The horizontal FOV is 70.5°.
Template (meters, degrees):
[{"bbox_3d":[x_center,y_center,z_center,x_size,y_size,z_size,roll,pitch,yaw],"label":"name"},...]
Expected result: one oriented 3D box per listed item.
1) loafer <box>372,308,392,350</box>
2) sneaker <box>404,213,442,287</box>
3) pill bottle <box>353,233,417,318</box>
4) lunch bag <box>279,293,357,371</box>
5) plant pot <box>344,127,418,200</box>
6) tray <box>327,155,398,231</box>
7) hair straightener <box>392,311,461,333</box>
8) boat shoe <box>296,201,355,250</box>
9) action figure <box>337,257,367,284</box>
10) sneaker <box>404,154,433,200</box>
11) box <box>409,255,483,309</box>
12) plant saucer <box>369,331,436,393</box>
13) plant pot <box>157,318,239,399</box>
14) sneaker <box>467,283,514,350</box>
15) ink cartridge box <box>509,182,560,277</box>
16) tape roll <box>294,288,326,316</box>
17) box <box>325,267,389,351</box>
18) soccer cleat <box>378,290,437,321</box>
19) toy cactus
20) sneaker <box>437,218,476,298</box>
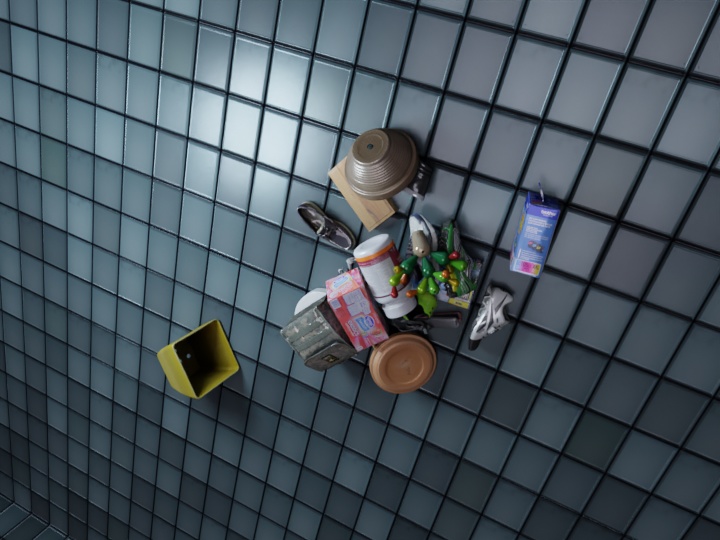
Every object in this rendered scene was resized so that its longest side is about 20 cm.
[{"bbox_3d":[0.046,0.179,1.501,0.073,0.072,0.201,-25,96,55],"label":"loafer"},{"bbox_3d":[0.154,-0.047,1.323,0.077,0.084,0.202,-8,97,64],"label":"sneaker"},{"bbox_3d":[0.069,0.016,1.331,0.109,0.110,0.201,-18,108,26],"label":"pill bottle"},{"bbox_3d":[-0.112,0.202,1.521,0.163,0.118,0.201,-32,100,28],"label":"lunch bag"},{"bbox_3d":[0.041,-0.286,1.281,0.199,0.093,0.203,-8,66,19],"label":"plant pot"},{"bbox_3d":[0.006,-0.219,1.410,0.098,0.037,0.201,-35,94,28],"label":"tray"},{"bbox_3d":[0.182,0.146,1.441,0.198,0.077,0.041,0,110,22],"label":"hair straightener"},{"bbox_3d":[-0.105,-0.123,1.471,0.200,0.065,0.072,41,116,4],"label":"boat shoe"},{"bbox_3d":[0.000,0.000,1.445,0.198,0.119,0.103,-16,103,13],"label":"action figure"},{"bbox_3d":[0.106,-0.272,1.340,0.199,0.071,0.100,33,100,20],"label":"sneaker"},{"bbox_3d":[0.223,0.009,1.399,0.198,0.038,0.138,19,113,16],"label":"box"},{"bbox_3d":[0.126,0.274,1.484,0.198,0.032,0.203,-3,113,-7],"label":"plant saucer"},{"bbox_3d":[-0.576,0.308,1.752,0.175,0.200,0.202,-14,103,36],"label":"plant pot"},{"bbox_3d":[0.351,0.142,1.373,0.088,0.074,0.202,23,116,15],"label":"sneaker"},{"bbox_3d":[0.421,-0.104,1.223,0.076,0.137,0.202,16,113,11],"label":"ink cartridge box"},{"bbox_3d":[-0.111,0.155,1.587,0.201,0.037,0.205,7,110,20],"label":"tape roll"},{"bbox_3d":[-0.007,0.107,1.388,0.102,0.095,0.201,-24,123,8],"label":"box"},{"bbox_3d":[0.121,0.101,1.426,0.199,0.081,0.068,-8,131,42],"label":"soccer cleat"},{"bbox_3d":[0.156,-0.020,1.250,0.198,0.102,0.167,-18,71,12],"label":"toy cactus"},{"bbox_3d":[0.251,-0.034,1.322,0.084,0.078,0.202,-12,98,-10],"label":"sneaker"}]
